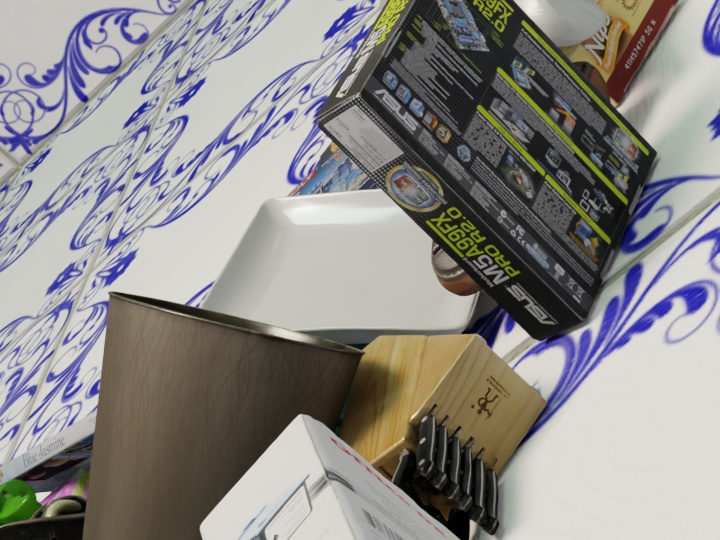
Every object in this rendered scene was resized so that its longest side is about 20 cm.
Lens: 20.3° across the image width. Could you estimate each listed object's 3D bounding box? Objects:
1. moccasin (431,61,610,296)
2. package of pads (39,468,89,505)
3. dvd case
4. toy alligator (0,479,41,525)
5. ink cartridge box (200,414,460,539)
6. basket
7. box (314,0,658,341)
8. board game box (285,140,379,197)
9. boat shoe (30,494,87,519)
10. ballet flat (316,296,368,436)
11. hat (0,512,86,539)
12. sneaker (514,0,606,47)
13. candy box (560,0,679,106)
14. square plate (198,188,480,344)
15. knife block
[{"bbox_3d":[0.112,-0.052,1.327,0.074,0.078,0.202,-11,33,39],"label":"moccasin"},{"bbox_3d":[-0.251,0.256,1.515,0.154,0.068,0.200,-40,19,28],"label":"package of pads"},{"bbox_3d":[-0.186,0.135,1.555,0.142,0.018,0.200,-1,-21,-42],"label":"dvd case"},{"bbox_3d":[-0.297,0.204,1.524,0.200,0.059,0.054,-37,19,36],"label":"toy alligator"},{"bbox_3d":[0.013,0.165,0.926,0.086,0.146,0.200,-48,16,2],"label":"ink cartridge box"},{"bbox_3d":[-0.098,0.127,1.207,0.180,0.136,0.201,14,91,43],"label":"basket"},{"bbox_3d":[0.082,-0.080,1.224,0.044,0.200,0.160,-28,26,45],"label":"box"},{"bbox_3d":[-0.009,-0.056,1.642,0.200,0.062,0.200,-43,16,14],"label":"board game box"},{"bbox_3d":[-0.203,0.189,1.410,0.200,0.066,0.072,-6,34,17],"label":"boat shoe"},{"bbox_3d":[-0.021,0.073,1.375,0.070,0.067,0.200,-55,10,26],"label":"ballet flat"},{"bbox_3d":[-0.183,0.231,1.299,0.200,0.200,0.081,-40,53,24],"label":"hat"},{"bbox_3d":[0.115,-0.170,1.422,0.089,0.075,0.200,-58,12,12],"label":"sneaker"},{"bbox_3d":[0.139,-0.156,1.510,0.200,0.055,0.116,-20,33,58],"label":"candy box"},{"bbox_3d":[0.000,0.000,1.389,0.199,0.029,0.198,-3,30,19],"label":"square plate"},{"bbox_3d":[0.018,0.121,1.158,0.176,0.064,0.200,-51,17,-16],"label":"knife block"}]
